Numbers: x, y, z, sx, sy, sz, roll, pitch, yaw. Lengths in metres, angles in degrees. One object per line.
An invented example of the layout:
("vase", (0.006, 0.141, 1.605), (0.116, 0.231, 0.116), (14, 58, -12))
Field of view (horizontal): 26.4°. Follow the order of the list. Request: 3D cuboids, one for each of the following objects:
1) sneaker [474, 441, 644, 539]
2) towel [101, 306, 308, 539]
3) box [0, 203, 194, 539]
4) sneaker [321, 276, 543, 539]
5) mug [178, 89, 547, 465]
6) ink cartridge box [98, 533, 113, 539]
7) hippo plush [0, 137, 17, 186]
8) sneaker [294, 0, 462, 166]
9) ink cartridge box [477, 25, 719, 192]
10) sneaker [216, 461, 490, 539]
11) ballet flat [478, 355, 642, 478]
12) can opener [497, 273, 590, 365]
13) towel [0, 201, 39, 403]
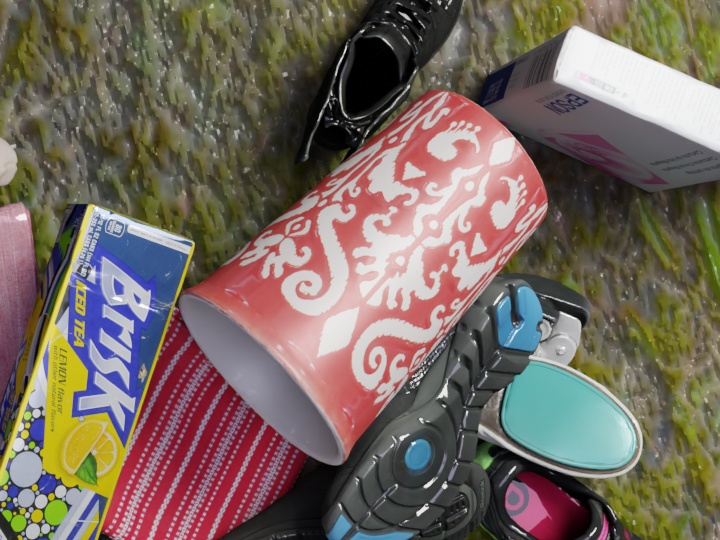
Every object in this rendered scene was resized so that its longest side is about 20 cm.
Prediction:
("sneaker", (0.151, 0.192, 1.035), (0.199, 0.084, 0.077), (34, 83, -7))
("towel", (-0.116, 0.109, 0.974), (0.199, 0.022, 0.146), (36, 78, -36))
("box", (-0.163, 0.066, 0.878), (0.069, 0.064, 0.202), (20, 85, -22))
("sneaker", (0.035, 0.087, 0.960), (0.201, 0.082, 0.073), (-52, 128, -17))
("mug", (-0.004, -0.008, 0.925), (0.200, 0.177, 0.134), (-45, 122, -18))
("ink cartridge box", (-0.159, 0.265, 0.918), (0.144, 0.200, 0.146), (-41, 95, -9))
("hippo plush", (-0.289, 0.012, 0.925), (0.198, 0.159, 0.163), (-16, 90, -11))
("sneaker", (0.018, -0.141, 1.014), (0.060, 0.104, 0.201), (34, 83, -7))
("ink cartridge box", (0.190, -0.089, 0.996), (0.198, 0.196, 0.044), (23, 86, -8))
("sneaker", (-0.016, 0.162, 1.007), (0.198, 0.091, 0.077), (-20, 122, -9))
("ballet flat", (0.090, 0.088, 1.026), (0.198, 0.069, 0.070), (18, 85, 6))
("can opener", (0.060, 0.015, 1.046), (0.198, 0.067, 0.053), (21, 120, -6))
("towel", (-0.276, 0.050, 0.875), (0.198, 0.023, 0.146), (-15, 118, -25))
